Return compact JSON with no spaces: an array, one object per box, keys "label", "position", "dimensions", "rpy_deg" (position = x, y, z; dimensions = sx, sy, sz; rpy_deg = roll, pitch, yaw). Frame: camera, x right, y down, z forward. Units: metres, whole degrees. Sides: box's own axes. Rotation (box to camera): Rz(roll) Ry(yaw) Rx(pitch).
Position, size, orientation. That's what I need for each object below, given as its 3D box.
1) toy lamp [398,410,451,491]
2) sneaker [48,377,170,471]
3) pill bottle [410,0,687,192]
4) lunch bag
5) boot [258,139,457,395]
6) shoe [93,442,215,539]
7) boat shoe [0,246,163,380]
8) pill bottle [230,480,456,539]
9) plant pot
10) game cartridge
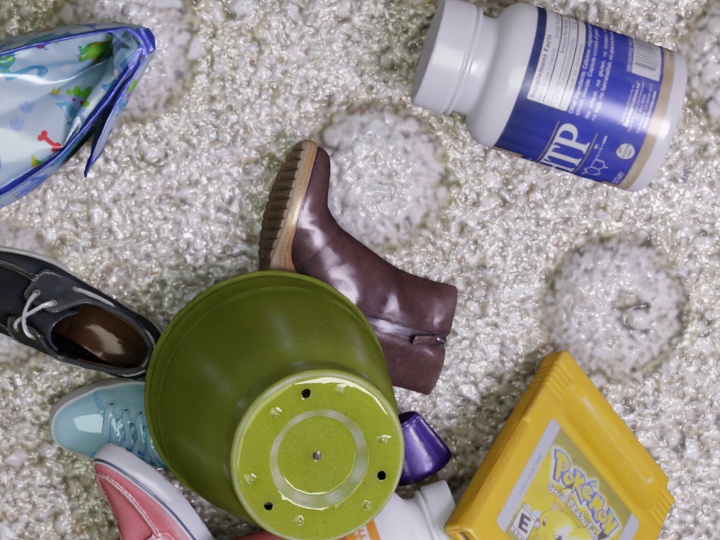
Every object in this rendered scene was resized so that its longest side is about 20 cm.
[{"label":"toy lamp","position":[0.073,0.213,1.608],"dimensions":[0.058,0.058,0.201],"rpy_deg":[-23,103,1]},{"label":"sneaker","position":[-0.160,0.132,1.566],"dimensions":[0.199,0.082,0.074],"rpy_deg":[1,99,-3]},{"label":"pill bottle","position":[0.147,-0.146,1.514],"dimensions":[0.199,0.120,0.120],"rpy_deg":[17,99,-5]},{"label":"lunch bag","position":[-0.247,-0.130,1.470],"dimensions":[0.200,0.170,0.128],"rpy_deg":[-32,100,1]},{"label":"boot","position":[0.000,0.000,1.571],"dimensions":[0.166,0.072,0.201],"rpy_deg":[8,99,-17]},{"label":"shoe","position":[-0.172,0.237,1.554],"dimensions":[0.091,0.071,0.200],"rpy_deg":[-50,124,-24]},{"label":"boat shoe","position":[-0.253,0.033,1.550],"dimensions":[0.199,0.068,0.072],"rpy_deg":[24,96,1]},{"label":"pill bottle","position":[-0.011,0.242,1.529],"dimensions":[0.199,0.112,0.113],"rpy_deg":[-20,101,-2]},{"label":"plant pot","position":[-0.052,0.117,1.443],"dimensions":[0.200,0.193,0.201],"rpy_deg":[-3,102,-14]},{"label":"game cartridge","position":[0.170,0.195,1.549],"dimensions":[0.176,0.032,0.200],"rpy_deg":[50,53,-20]}]
